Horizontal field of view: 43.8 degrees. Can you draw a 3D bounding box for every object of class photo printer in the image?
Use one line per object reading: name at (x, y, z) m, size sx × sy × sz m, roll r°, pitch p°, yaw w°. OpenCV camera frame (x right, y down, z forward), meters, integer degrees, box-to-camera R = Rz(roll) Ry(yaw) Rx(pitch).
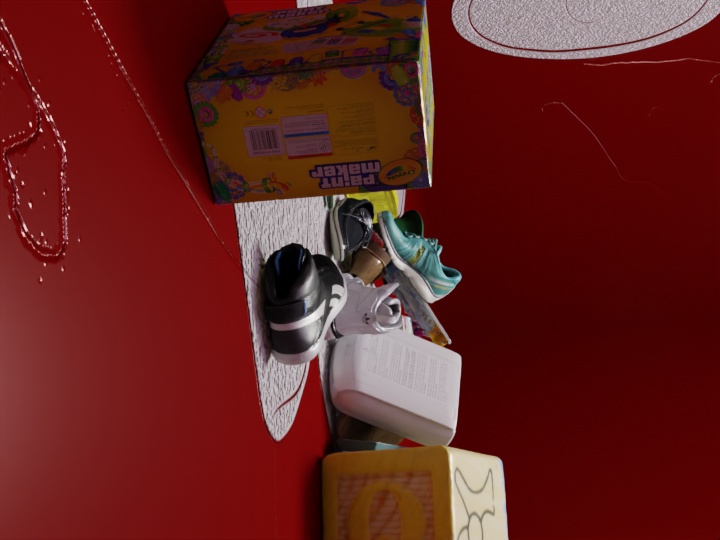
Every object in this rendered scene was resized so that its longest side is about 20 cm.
photo printer at (0.050, 0.162, 1.342) m, size 0.167 × 0.199 × 0.070 m, roll -79°, pitch -164°, yaw -48°

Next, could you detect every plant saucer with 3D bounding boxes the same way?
plant saucer at (0.041, 0.269, 1.336) m, size 0.200 × 0.070 × 0.019 m, roll 24°, pitch 68°, yaw -57°

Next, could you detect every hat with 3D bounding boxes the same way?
hat at (0.018, -0.072, 1.823) m, size 0.200 × 0.175 × 0.166 m, roll -54°, pitch -150°, yaw 41°

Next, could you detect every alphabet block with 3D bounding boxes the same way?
alphabet block at (0.078, 0.347, 1.225) m, size 0.200 × 0.195 × 0.197 m, roll 28°, pitch 55°, yaw -57°

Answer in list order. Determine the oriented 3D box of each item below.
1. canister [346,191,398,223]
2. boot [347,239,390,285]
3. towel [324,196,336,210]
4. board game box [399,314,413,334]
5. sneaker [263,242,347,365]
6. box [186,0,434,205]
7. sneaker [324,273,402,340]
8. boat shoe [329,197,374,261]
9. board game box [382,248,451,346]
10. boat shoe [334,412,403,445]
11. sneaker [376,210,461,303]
canister at (0.019, -0.210, 1.655) m, size 0.149 × 0.086 × 0.201 m, roll 68°, pitch 18°, yaw -63°
boot at (0.000, 0.000, 1.551) m, size 0.076 × 0.074 × 0.200 m, roll -51°, pitch 177°, yaw -8°
towel at (-0.041, -0.202, 1.441) m, size 0.200 × 0.023 × 0.153 m, roll -76°, pitch 161°, yaw -66°
board game box at (0.035, 0.132, 1.528) m, size 0.200 × 0.104 × 0.104 m, roll 32°, pitch 54°, yaw -81°
sneaker at (-0.061, 0.006, 1.019) m, size 0.200 × 0.073 × 0.112 m, roll -78°, pitch 164°, yaw -58°
box at (-0.034, -0.167, 0.848) m, size 0.193 × 0.199 × 0.123 m, roll -80°, pitch 164°, yaw -56°
sneaker at (0.005, 0.050, 1.319) m, size 0.200 × 0.114 × 0.076 m, roll -65°, pitch 150°, yaw -74°
boat shoe at (-0.013, -0.072, 1.445) m, size 0.200 × 0.062 × 0.075 m, roll -70°, pitch 156°, yaw -68°
board game box at (0.079, 0.050, 1.658) m, size 0.201 × 0.026 × 0.200 m, roll 56°, pitch -9°, yaw -7°
boat shoe at (0.009, 0.239, 1.396) m, size 0.200 × 0.062 × 0.074 m, roll 22°, pitch 95°, yaw -60°
sneaker at (0.097, -0.034, 1.529) m, size 0.200 × 0.079 × 0.078 m, roll 47°, pitch 20°, yaw -28°
